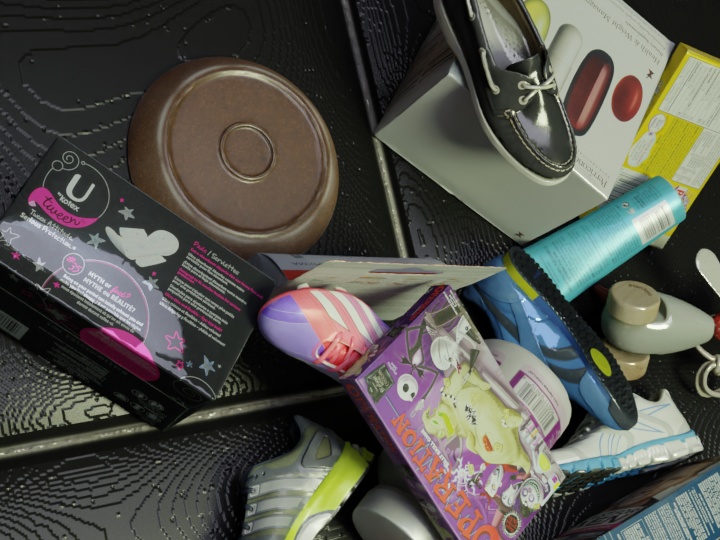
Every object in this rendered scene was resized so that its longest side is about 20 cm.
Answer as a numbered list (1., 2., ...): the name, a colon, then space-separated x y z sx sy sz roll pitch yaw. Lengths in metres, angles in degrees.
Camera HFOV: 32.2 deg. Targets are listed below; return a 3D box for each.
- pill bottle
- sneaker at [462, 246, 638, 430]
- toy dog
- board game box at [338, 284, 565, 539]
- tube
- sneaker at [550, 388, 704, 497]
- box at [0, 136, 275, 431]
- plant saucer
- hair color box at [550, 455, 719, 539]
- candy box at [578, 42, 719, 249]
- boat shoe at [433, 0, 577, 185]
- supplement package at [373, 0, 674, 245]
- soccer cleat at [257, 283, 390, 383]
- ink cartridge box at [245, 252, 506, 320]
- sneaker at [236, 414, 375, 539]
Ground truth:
1. pill bottle: 0.085 0.162 1.070 0.112 0.112 0.200 48 61 -7
2. sneaker: 0.174 0.075 1.157 0.200 0.078 0.066 51 24 7
3. toy dog: 0.308 0.041 1.231 0.199 0.132 0.097 12 32 -28
4. board game box: 0.077 0.126 0.982 0.120 0.032 0.201 -42 110 -26
5. tube: 0.218 -0.019 1.203 0.199 0.050 0.078 -31 86 -7
6. sneaker: 0.228 0.155 1.176 0.199 0.075 0.087 -7 68 -33
7. box: -0.189 0.015 0.962 0.200 0.132 0.115 35 60 -13
8. plant saucer: -0.103 -0.100 1.096 0.199 0.034 0.201 8 71 -25
9. hair color box: 0.266 0.237 1.145 0.199 0.100 0.061 -21 84 -30
10. candy box: 0.305 -0.118 1.229 0.102 0.201 0.026 15 30 -23
11. boat shoe: 0.130 -0.169 1.046 0.074 0.060 0.201 -20 83 -29
12. supplement package: 0.156 -0.173 1.181 0.191 0.147 0.201 35 62 -14
13. soccer cleat: 0.003 0.072 0.978 0.200 0.067 0.077 29 28 -43
14. ink cartridge box: 0.000 0.000 1.021 0.162 0.200 0.057 1 71 -26
15. sneaker: -0.075 0.204 1.010 0.081 0.074 0.200 37 59 6
